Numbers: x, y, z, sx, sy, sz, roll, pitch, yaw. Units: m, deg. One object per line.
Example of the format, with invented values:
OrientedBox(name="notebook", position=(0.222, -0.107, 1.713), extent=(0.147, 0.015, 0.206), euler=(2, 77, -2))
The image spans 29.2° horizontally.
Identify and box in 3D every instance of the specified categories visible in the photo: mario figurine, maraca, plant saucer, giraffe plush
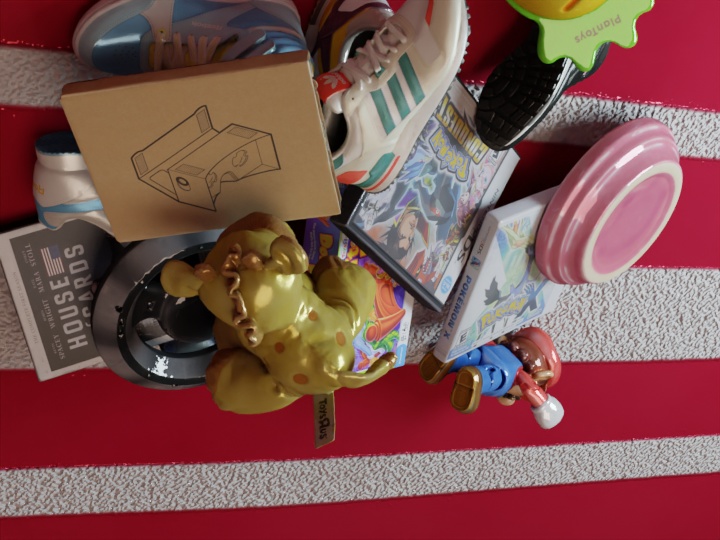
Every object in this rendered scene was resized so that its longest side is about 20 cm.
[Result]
OrientedBox(name="mario figurine", position=(0.149, 0.127, 1.534), extent=(0.105, 0.125, 0.199), euler=(-26, 163, 38))
OrientedBox(name="maraca", position=(0.179, -0.272, 1.200), extent=(0.136, 0.107, 0.201), euler=(-26, 113, 6))
OrientedBox(name="plant saucer", position=(0.267, -0.062, 1.439), extent=(0.200, 0.051, 0.202), euler=(-32, 146, -25))
OrientedBox(name="giraffe plush", position=(-0.079, 0.027, 1.141), extent=(0.172, 0.200, 0.163), euler=(-32, 126, 2))

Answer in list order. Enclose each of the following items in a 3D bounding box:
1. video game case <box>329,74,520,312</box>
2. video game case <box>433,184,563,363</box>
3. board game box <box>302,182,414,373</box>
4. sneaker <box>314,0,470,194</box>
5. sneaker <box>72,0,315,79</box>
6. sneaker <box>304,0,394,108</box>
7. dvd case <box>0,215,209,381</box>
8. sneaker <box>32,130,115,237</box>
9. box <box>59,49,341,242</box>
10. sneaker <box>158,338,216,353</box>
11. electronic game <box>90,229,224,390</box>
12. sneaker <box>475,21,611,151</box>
OrientedBox(name="video game case", position=(0.067, -0.080, 1.308), extent=(0.182, 0.025, 0.200), euler=(-61, 143, -9))
OrientedBox(name="video game case", position=(0.170, -0.005, 1.449), extent=(0.199, 0.022, 0.184), euler=(-21, 140, -44))
OrientedBox(name="board game box", position=(0.000, 0.000, 1.322), extent=(0.134, 0.044, 0.203), euler=(-10, 113, -51))
OrientedBox(name="sneaker", position=(0.015, -0.157, 1.135), extent=(0.093, 0.071, 0.201), euler=(9, 121, -35))
OrientedBox(name="sneaker", position=(-0.128, -0.174, 1.130), extent=(0.198, 0.131, 0.080), euler=(-10, 133, -18))
OrientedBox(name="sneaker", position=(-0.023, -0.154, 1.228), extent=(0.074, 0.090, 0.202), euler=(0, 128, -26))
OrientedBox(name="dvd case", position=(-0.223, 0.004, 1.278), extent=(0.198, 0.025, 0.152), euler=(-18, 113, -13))
OrientedBox(name="sneaker", position=(-0.189, -0.074, 1.219), extent=(0.197, 0.077, 0.082), euler=(2, 114, -17))
OrientedBox(name="box", position=(-0.124, -0.096, 1.120), extent=(0.197, 0.021, 0.165), euler=(-7, 135, 5))
OrientedBox(name="sneaker", position=(-0.102, 0.045, 1.359), extent=(0.198, 0.090, 0.079), euler=(-18, 136, -12))
OrientedBox(name="electronic game", position=(-0.149, 0.030, 1.261), extent=(0.198, 0.042, 0.202), euler=(-16, 132, -18))
OrientedBox(name="sneaker", position=(0.191, -0.190, 1.300), extent=(0.087, 0.076, 0.201), euler=(24, 102, -49))
